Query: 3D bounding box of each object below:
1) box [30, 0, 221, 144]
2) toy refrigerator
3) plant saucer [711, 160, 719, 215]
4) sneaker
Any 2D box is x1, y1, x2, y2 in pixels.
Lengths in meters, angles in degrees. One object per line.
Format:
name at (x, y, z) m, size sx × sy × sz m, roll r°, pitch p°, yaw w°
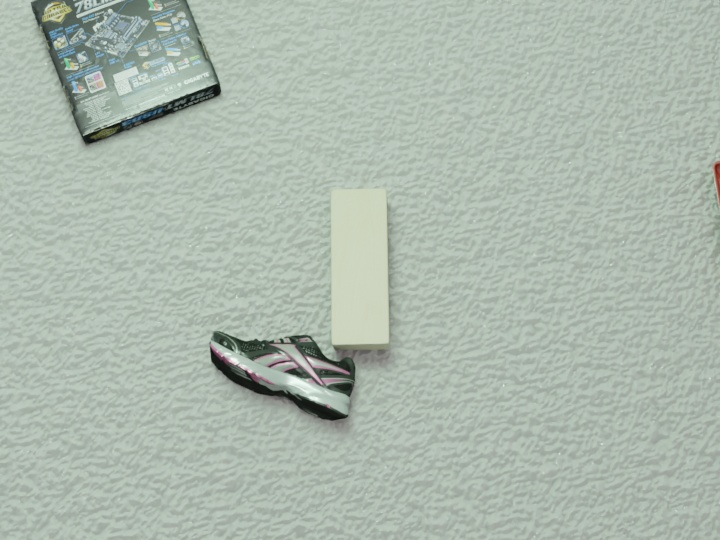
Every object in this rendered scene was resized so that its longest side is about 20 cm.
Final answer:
box at (-0.312, -0.297, 1.494) m, size 0.198 × 0.050 × 0.200 m, roll -23°, pitch 82°, yaw -8°
toy refrigerator at (0.000, 0.000, 1.456) m, size 0.075 × 0.070 × 0.203 m, roll -2°, pitch 79°, yaw 2°
plant saucer at (0.583, -0.057, 1.530) m, size 0.197 × 0.037 × 0.203 m, roll -6°, pitch 81°, yaw -6°
sneaker at (-0.097, 0.117, 1.431) m, size 0.198 × 0.080 × 0.087 m, roll 25°, pitch 66°, yaw -8°
